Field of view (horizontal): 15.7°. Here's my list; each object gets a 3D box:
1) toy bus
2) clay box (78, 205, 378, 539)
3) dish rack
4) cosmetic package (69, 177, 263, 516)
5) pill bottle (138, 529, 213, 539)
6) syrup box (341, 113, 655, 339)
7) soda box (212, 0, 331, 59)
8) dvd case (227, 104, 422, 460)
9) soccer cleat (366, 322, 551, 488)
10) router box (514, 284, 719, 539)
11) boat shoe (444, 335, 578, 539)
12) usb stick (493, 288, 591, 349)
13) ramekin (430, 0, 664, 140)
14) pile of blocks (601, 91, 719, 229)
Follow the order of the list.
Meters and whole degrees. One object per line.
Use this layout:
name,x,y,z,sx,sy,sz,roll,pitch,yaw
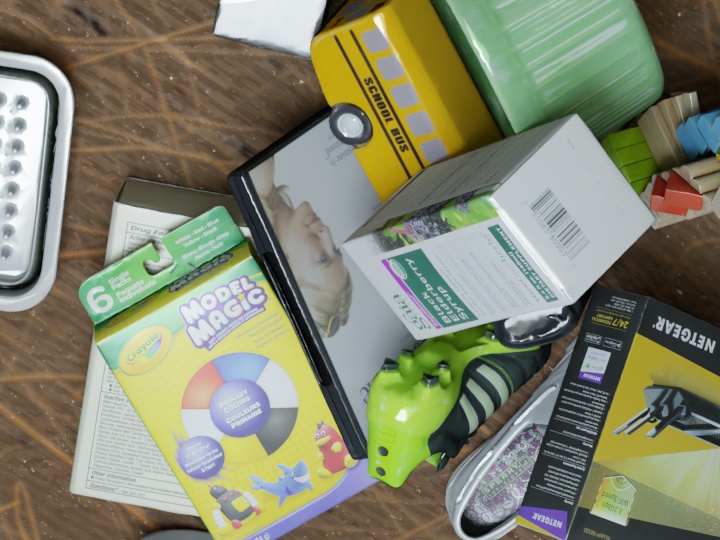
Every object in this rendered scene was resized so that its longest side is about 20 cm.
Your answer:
toy bus,0.042,-0.080,1.638,0.078,0.065,0.201,-17,112,33
clay box,-0.084,0.072,1.639,0.114,0.048,0.201,-30,109,2
dish rack,-0.287,-0.069,1.687,0.199,0.044,0.173,8,105,0
cosmetic package,-0.123,0.050,1.696,0.103,0.073,0.201,11,105,-2
pill bottle,-0.118,0.286,1.737,0.119,0.120,0.201,14,105,-1
syrup box,0.076,-0.022,1.514,0.081,0.200,0.079,-43,101,-24
soda box,-0.037,-0.238,1.620,0.070,0.063,0.201,14,105,-1
dvd case,0.000,0.000,1.651,0.017,0.143,0.201,-12,108,41
soccer cleat,0.058,0.077,1.643,0.067,0.200,0.082,21,113,24
router box,0.204,0.114,1.637,0.199,0.052,0.158,22,86,-38
boat shoe,0.132,0.103,1.702,0.200,0.069,0.072,-38,101,11
usb stick,0.115,0.020,1.612,0.055,0.200,0.033,-22,92,9
ramekin,0.102,-0.162,1.570,0.097,0.200,0.201,-29,102,2
pile of blocks,0.192,-0.063,1.585,0.062,0.200,0.083,-17,97,-25
